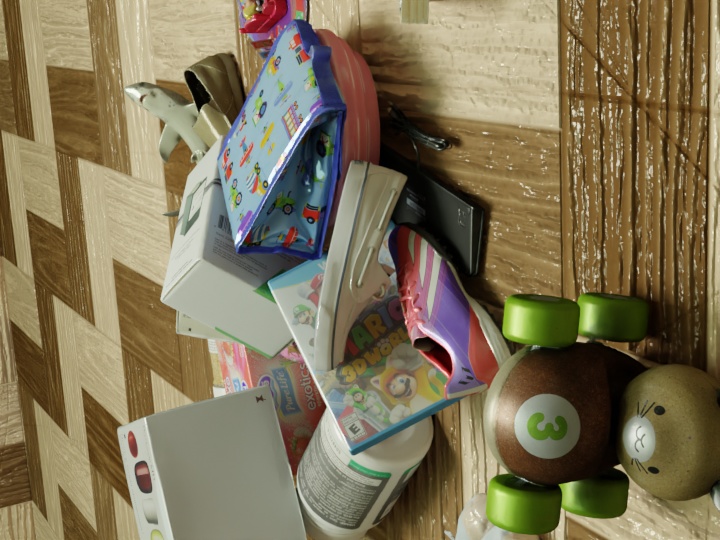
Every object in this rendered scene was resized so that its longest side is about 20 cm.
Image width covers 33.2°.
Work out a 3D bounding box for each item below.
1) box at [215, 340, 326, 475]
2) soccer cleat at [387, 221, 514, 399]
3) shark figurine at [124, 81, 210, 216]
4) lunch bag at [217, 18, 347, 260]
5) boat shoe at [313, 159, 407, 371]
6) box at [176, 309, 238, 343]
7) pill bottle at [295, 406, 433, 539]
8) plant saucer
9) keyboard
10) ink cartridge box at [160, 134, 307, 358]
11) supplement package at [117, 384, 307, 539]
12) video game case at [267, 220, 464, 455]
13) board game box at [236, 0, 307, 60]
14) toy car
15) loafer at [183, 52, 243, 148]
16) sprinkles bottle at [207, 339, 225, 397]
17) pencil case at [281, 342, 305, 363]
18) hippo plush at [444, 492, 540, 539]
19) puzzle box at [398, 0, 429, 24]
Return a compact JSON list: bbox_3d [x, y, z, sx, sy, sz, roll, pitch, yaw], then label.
[{"bbox_3d":[-0.105,0.150,1.478,0.102,0.094,0.202,-17,83,63],"label":"box"},{"bbox_3d":[0.065,0.033,1.117,0.201,0.073,0.069,56,164,35],"label":"soccer cleat"},{"bbox_3d":[-0.231,-0.177,1.664,0.090,0.127,0.216,-96,-6,-58],"label":"shark figurine"},{"bbox_3d":[-0.069,-0.137,1.182,0.151,0.093,0.201,-108,30,-45],"label":"lunch bag"},{"bbox_3d":[0.000,0.000,1.132,0.074,0.065,0.202,-74,-4,-85],"label":"boat shoe"},{"bbox_3d":[-0.156,-0.007,1.435,0.201,0.094,0.078,-87,6,-56],"label":"box"},{"bbox_3d":[-0.004,0.207,1.283,0.114,0.112,0.201,63,148,29],"label":"pill bottle"},{"bbox_3d":[-0.025,-0.146,1.243,0.200,0.050,0.203,175,90,-73],"label":"plant saucer"},{"bbox_3d":[0.060,-0.086,1.163,0.200,0.020,0.128,39,138,51],"label":"keyboard"},{"bbox_3d":[-0.121,-0.028,1.303,0.084,0.145,0.201,-42,29,35],"label":"ink cartridge box"},{"bbox_3d":[-0.173,0.247,1.366,0.200,0.146,0.193,150,106,-67],"label":"supplement package"},{"bbox_3d":[0.012,0.061,1.173,0.201,0.142,0.018,61,176,27],"label":"video game case"},{"bbox_3d":[-0.122,-0.327,1.410,0.200,0.039,0.159,51,141,43],"label":"board game box"},{"bbox_3d":[0.200,0.112,0.837,0.199,0.157,0.166,12,99,49],"label":"toy car"},{"bbox_3d":[-0.178,-0.180,1.539,0.076,0.067,0.202,-46,58,58],"label":"loafer"},{"bbox_3d":[-0.174,0.079,1.617,0.068,0.068,0.202,4,103,62],"label":"sprinkles bottle"},{"bbox_3d":[-0.020,0.065,1.290,0.083,0.087,0.199,51,158,-18],"label":"pencil case"},{"bbox_3d":[0.073,0.298,1.111,0.200,0.159,0.161,19,115,60],"label":"hippo plush"},{"bbox_3d":[0.047,-0.322,1.035,0.133,0.025,0.202,-85,-4,-70],"label":"puzzle box"}]
